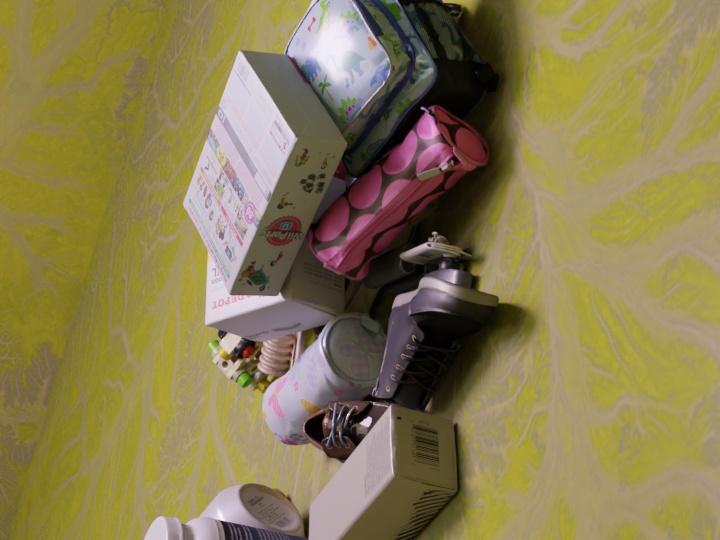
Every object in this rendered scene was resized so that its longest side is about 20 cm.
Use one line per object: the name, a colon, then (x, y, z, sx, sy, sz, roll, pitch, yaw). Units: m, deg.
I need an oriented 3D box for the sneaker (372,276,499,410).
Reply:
sneaker: (0.069, 0.072, 1.393, 0.200, 0.074, 0.107, 143, 143, -75)

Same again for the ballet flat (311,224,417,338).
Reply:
ballet flat: (0.000, 0.000, 1.657, 0.070, 0.069, 0.201, -105, 35, -56)

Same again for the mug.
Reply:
mug: (-0.142, 0.314, 1.718, 0.154, 0.148, 0.187, -59, 30, 20)

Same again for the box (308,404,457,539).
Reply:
box: (0.018, 0.216, 1.438, 0.200, 0.068, 0.083, 125, 153, -46)

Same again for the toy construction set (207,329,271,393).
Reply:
toy construction set: (-0.119, 0.063, 1.906, 0.092, 0.131, 0.201, 29, 100, 27)

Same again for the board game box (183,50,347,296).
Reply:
board game box: (-0.102, -0.097, 1.538, 0.148, 0.064, 0.201, 59, 135, 39)

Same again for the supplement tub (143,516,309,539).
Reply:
supplement tub: (-0.123, 0.331, 1.550, 0.140, 0.198, 0.142, -164, 90, -71)

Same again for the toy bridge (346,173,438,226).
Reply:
toy bridge: (0.030, -0.098, 1.646, 0.067, 0.027, 0.200, -35, 31, -17)

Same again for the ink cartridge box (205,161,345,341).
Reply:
ink cartridge box: (-0.092, -0.039, 1.655, 0.145, 0.082, 0.202, -17, 64, 41)

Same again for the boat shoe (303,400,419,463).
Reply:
boat shoe: (-0.004, 0.167, 1.529, 0.200, 0.072, 0.073, 152, 130, -65)

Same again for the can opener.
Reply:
can opener: (0.053, 0.003, 1.522, 0.200, 0.052, 0.067, 166, 118, -69)

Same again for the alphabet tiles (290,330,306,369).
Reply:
alphabet tiles: (-0.059, 0.015, 1.764, 0.200, 0.014, 0.198, 116, 161, -73)

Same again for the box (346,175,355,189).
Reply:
box: (-0.008, -0.113, 1.810, 0.200, 0.036, 0.146, 161, 122, -70)

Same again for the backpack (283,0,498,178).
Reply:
backpack: (0.012, -0.217, 1.553, 0.183, 0.146, 0.201, -49, 52, 36)

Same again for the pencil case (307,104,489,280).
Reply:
pencil case: (0.033, -0.072, 1.496, 0.200, 0.090, 0.094, -45, 27, 24)

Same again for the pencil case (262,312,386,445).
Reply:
pencil case: (-0.039, 0.119, 1.651, 0.200, 0.082, 0.091, 132, 152, -53)

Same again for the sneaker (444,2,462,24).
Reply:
sneaker: (0.062, -0.255, 1.698, 0.200, 0.076, 0.086, -159, 65, -72)

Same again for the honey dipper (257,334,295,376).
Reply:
honey dipper: (-0.081, 0.023, 1.734, 0.038, 0.038, 0.202, -122, 42, -65)
